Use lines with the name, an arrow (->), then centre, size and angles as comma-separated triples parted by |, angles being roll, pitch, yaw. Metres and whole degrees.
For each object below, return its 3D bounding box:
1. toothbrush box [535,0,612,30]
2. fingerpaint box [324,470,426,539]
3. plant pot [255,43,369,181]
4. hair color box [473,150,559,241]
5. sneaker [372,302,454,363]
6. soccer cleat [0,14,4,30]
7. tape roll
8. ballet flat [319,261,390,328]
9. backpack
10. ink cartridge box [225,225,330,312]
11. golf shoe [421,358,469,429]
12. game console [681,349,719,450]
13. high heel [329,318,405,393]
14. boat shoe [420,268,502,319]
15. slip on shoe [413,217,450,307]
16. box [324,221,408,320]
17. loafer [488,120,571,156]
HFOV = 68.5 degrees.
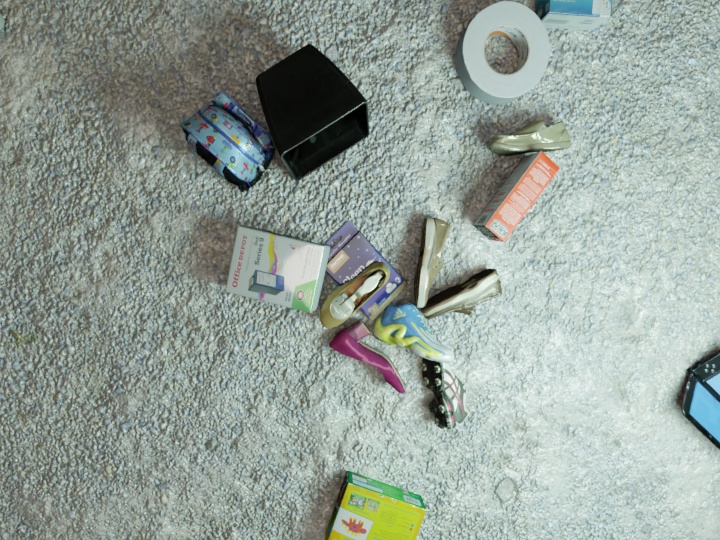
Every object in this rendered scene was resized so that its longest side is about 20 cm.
toothbrush box -> 0.471, -0.650, 1.162 | 0.142, 0.085, 0.206 | 3, 93, -4
fingerpaint box -> 0.032, 0.590, 1.240 | 0.196, 0.073, 0.171 | 19, 92, -5
plant pot -> -0.109, -0.334, 1.099 | 0.197, 0.200, 0.180 | -32, 86, -1
hair color box -> 0.346, -0.163, 1.185 | 0.061, 0.102, 0.201 | 37, 92, -6
sneaker -> 0.126, 0.132, 1.184 | 0.196, 0.076, 0.107 | 18, 82, 20
soccer cleat -> -0.823, -0.563, 1.076 | 0.198, 0.078, 0.070 | 35, 92, -6
tape roll -> 0.314, -0.480, 1.174 | 0.195, 0.066, 0.206 | 0, 95, -5
ballet flat -> -0.016, 0.054, 1.165 | 0.200, 0.063, 0.069 | -44, 97, 3
backpack -> -0.269, -0.266, 1.081 | 0.182, 0.200, 0.135 | 42, 91, -6
ink cartridge box -> -0.180, -0.004, 1.155 | 0.195, 0.087, 0.149 | 14, 93, 6
golf shoe -> 0.199, 0.263, 1.236 | 0.086, 0.077, 0.205 | -11, 93, -30
game console -> 0.880, 0.315, 1.250 | 0.199, 0.119, 0.172 | 41, 119, -7
high heel -> 0.018, 0.216, 1.214 | 0.095, 0.067, 0.202 | -36, 86, 1
boat shoe -> 0.238, 0.073, 1.213 | 0.199, 0.075, 0.076 | -26, 102, -2
slip on shoe -> 0.162, -0.016, 1.199 | 0.059, 0.076, 0.206 | 8, 85, -5
box -> 0.000, 0.000, 1.209 | 0.121, 0.032, 0.200 | -44, 95, 1
loafer -> 0.379, -0.301, 1.193 | 0.195, 0.076, 0.070 | -6, 94, -13
